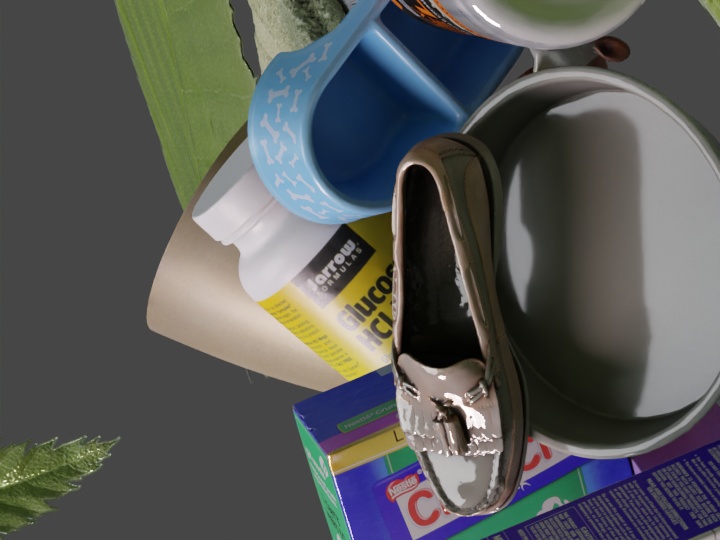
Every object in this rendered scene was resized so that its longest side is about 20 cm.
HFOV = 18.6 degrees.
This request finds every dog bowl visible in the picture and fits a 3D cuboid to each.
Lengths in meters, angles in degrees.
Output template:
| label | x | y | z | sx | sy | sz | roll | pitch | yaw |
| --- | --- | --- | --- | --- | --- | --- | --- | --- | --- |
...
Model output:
| label | x | y | z | sx | sy | sz | roll | pitch | yaw |
| --- | --- | --- | --- | --- | --- | --- | --- | --- | --- |
| dog bowl | 0.023 | -0.115 | 1.241 | 0.111 | 0.200 | 0.050 | 42 | 166 | -27 |

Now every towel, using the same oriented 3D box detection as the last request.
| label | x | y | z | sx | sy | sz | roll | pitch | yaw |
| --- | --- | --- | --- | --- | --- | --- | --- | --- | --- |
| towel | -0.029 | -0.129 | 1.410 | 0.200 | 0.036 | 0.149 | -122 | 14 | -44 |

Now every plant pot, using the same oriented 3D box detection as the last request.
| label | x | y | z | sx | sy | sz | roll | pitch | yaw |
| --- | --- | --- | --- | --- | --- | --- | --- | --- | --- |
| plant pot | -0.017 | 0.010 | 1.546 | 0.199 | 0.188 | 0.187 | 29 | 161 | 9 |

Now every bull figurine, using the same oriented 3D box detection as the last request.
| label | x | y | z | sx | sy | sz | roll | pitch | yaw |
| --- | --- | --- | --- | --- | --- | --- | --- | --- | --- |
| bull figurine | 0.098 | -0.074 | 1.249 | 0.065 | 0.122 | 0.200 | 35 | 169 | 12 |

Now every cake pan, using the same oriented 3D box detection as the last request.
| label | x | y | z | sx | sy | sz | roll | pitch | yaw |
| --- | --- | --- | --- | --- | --- | --- | --- | --- | --- |
| cake pan | 0.122 | -0.005 | 1.126 | 0.199 | 0.037 | 0.202 | 8 | 103 | 39 |

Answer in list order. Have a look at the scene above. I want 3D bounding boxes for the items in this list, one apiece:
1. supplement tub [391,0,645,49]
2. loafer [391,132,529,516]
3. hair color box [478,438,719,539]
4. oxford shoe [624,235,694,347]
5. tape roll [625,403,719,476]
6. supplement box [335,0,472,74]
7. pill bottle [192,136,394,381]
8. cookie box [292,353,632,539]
| label | x | y | z | sx | sy | sz | roll | pitch | yaw |
| --- | --- | --- | --- | --- | --- | --- | --- | --- | --- |
| supplement tub | 0.069 | -0.178 | 1.110 | 0.200 | 0.122 | 0.123 | -144 | 34 | -73 |
| loafer | 0.041 | 0.031 | 1.128 | 0.063 | 0.071 | 0.201 | -16 | -78 | -65 |
| hair color box | 0.158 | 0.154 | 1.081 | 0.065 | 0.199 | 0.110 | -122 | 15 | -54 |
| oxford shoe | 0.150 | -0.013 | 1.220 | 0.200 | 0.071 | 0.073 | -151 | 60 | -68 |
| tape roll | 0.196 | 0.169 | 1.300 | 0.200 | 0.065 | 0.201 | 160 | 90 | -80 |
| supplement box | 0.030 | -0.174 | 1.388 | 0.200 | 0.103 | 0.102 | -167 | 56 | -77 |
| pill bottle | 0.000 | 0.000 | 1.326 | 0.200 | 0.113 | 0.112 | 40 | 176 | -13 |
| cookie box | 0.070 | 0.142 | 1.248 | 0.075 | 0.170 | 0.201 | -139 | 29 | -63 |
